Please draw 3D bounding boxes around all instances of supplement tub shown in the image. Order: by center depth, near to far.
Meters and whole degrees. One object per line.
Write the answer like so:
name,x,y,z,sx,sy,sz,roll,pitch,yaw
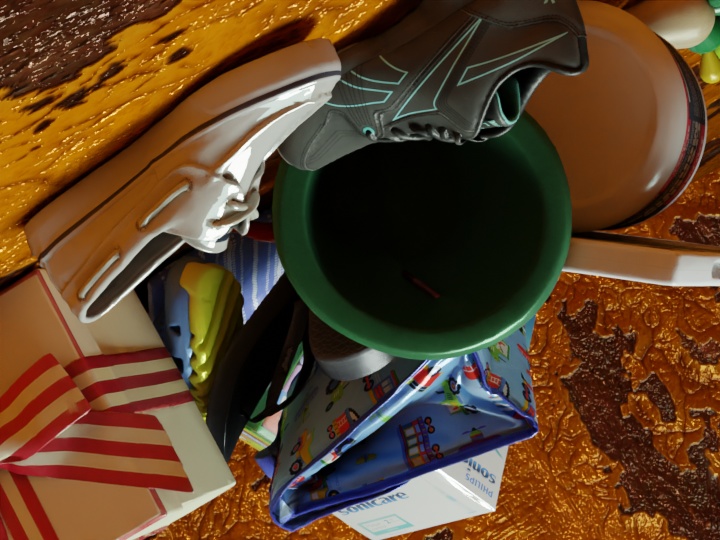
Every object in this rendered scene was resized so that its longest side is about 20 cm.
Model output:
supplement tub,0.150,-0.096,1.139,0.140,0.141,0.200,-31,173,15

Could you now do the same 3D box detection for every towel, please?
towel,-0.062,-0.005,1.273,0.199,0.024,0.145,-30,158,-17

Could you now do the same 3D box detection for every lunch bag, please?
lunch bag,0.009,0.084,1.178,0.199,0.094,0.151,-32,-157,17

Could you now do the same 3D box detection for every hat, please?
hat,0.018,-0.045,1.085,0.176,0.199,0.167,-128,-119,-82

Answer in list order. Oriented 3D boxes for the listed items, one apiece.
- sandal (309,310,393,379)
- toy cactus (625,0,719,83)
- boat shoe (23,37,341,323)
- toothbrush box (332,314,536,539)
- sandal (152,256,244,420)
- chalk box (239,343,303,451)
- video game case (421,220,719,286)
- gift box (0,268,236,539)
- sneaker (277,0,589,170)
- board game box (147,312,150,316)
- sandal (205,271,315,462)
sandal,-0.001,0.000,1.153,0.076,0.043,0.201,-15,-140,20
toy cactus,0.266,-0.184,1.271,0.164,0.103,0.200,-18,179,-15
boat shoe,-0.081,-0.040,0.867,0.199,0.066,0.072,-32,173,21
toothbrush box,0.053,0.107,1.457,0.146,0.085,0.201,-23,-140,43
sandal,-0.127,0.064,1.215,0.201,0.086,0.080,96,14,-48
chalk box,-0.034,0.094,1.385,0.124,0.124,0.200,-58,-152,-9
video game case,0.150,-0.011,1.112,0.199,0.023,0.181,9,-175,36
gift box,-0.187,0.117,1.070,0.184,0.201,0.187,-36,171,10
sneaker,0.033,-0.094,0.913,0.200,0.080,0.075,-33,173,37
board game box,-0.208,0.068,1.341,0.199,0.026,0.200,-26,172,-34
sandal,-0.046,0.042,1.199,0.201,0.043,0.076,-59,163,-21
